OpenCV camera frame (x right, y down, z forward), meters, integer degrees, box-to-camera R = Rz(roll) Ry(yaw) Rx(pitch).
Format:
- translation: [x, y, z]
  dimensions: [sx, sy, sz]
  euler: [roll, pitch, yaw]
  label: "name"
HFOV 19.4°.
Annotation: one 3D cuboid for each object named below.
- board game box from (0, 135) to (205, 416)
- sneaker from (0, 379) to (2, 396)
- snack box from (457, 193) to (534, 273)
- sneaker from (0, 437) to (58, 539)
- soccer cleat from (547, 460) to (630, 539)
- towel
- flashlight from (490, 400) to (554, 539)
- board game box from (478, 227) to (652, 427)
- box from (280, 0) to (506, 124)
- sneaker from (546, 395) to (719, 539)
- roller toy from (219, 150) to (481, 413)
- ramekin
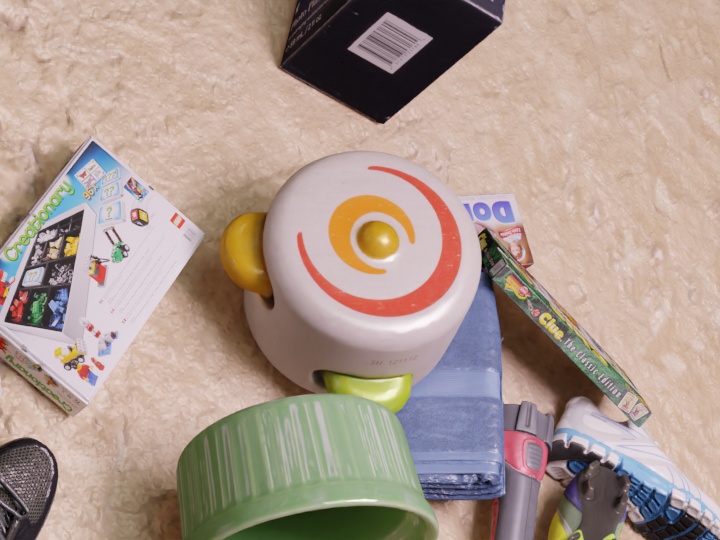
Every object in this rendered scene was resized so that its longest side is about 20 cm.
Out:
- translation: [-0.220, 0.002, 1.666]
  dimensions: [0.126, 0.035, 0.200]
  euler: [41, 50, -11]
  label: "board game box"
- translation: [-0.339, 0.027, 1.544]
  dimensions: [0.099, 0.078, 0.201]
  euler: [-26, 59, -1]
  label: "sneaker"
- translation: [0.066, -0.029, 1.893]
  dimensions: [0.199, 0.024, 0.072]
  euler: [-5, 71, -37]
  label: "snack box"
- translation: [-0.267, 0.182, 1.493]
  dimensions: [0.076, 0.114, 0.199]
  euler: [51, 47, -5]
  label: "sneaker"
- translation: [0.182, 0.245, 1.782]
  dimensions: [0.064, 0.084, 0.200]
  euler: [26, 37, 3]
  label: "soccer cleat"
- translation: [0.067, 0.099, 1.798]
  dimensions: [0.111, 0.049, 0.201]
  euler: [1, 62, -2]
  label: "towel"
- translation: [0.121, 0.212, 1.790]
  dimensions: [0.067, 0.068, 0.201]
  euler: [4, 62, 13]
  label: "flashlight"
- translation: [0.179, 0.050, 1.878]
  dimensions: [0.200, 0.023, 0.105]
  euler: [45, 11, -20]
  label: "board game box"
- translation: [0.039, -0.275, 1.883]
  dimensions: [0.123, 0.200, 0.199]
  euler: [28, 53, -21]
  label: "box"
- translation: [0.258, 0.178, 1.899]
  dimensions: [0.200, 0.075, 0.087]
  euler: [35, 46, -17]
  label: "sneaker"
- translation: [0.000, 0.000, 1.727]
  dimensions: [0.200, 0.140, 0.182]
  euler: [41, 61, 9]
  label: "roller toy"
- translation: [-0.046, 0.175, 1.603]
  dimensions: [0.199, 0.200, 0.098]
  euler: [7, 56, -33]
  label: "ramekin"
